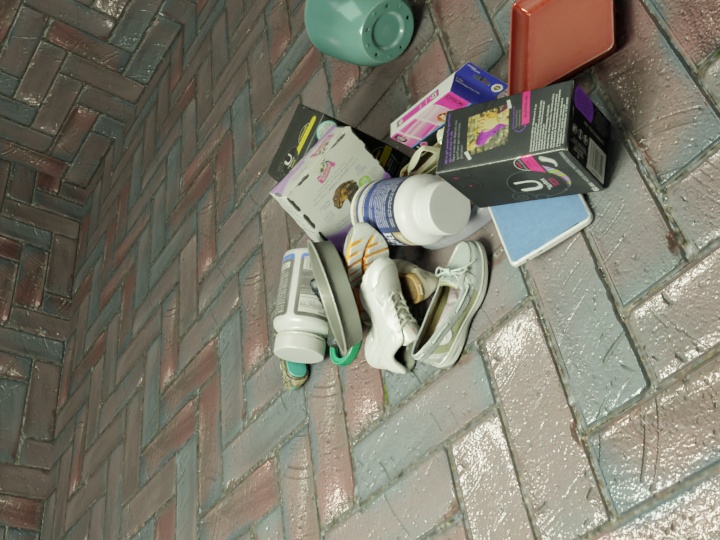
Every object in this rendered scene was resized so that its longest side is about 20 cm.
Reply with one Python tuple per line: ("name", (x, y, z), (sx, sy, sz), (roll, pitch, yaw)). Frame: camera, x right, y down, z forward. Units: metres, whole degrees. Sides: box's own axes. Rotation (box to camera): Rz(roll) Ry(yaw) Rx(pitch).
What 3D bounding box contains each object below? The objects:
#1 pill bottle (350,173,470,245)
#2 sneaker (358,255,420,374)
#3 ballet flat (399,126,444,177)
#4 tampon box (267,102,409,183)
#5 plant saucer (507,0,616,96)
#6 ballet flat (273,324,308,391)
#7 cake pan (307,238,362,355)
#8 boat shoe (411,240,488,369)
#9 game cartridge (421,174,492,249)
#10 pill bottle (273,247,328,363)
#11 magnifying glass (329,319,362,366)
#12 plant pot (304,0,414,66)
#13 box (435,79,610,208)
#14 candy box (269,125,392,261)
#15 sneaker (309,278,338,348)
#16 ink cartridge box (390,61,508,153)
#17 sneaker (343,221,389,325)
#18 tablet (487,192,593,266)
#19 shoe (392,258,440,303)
("pill bottle", (0.080, -0.095, 1.268), (0.200, 0.111, 0.111), (1, 74, 58))
("sneaker", (0.058, 0.074, 1.271), (0.099, 0.078, 0.200), (18, 124, 44))
("ballet flat", (0.139, -0.201, 1.346), (0.200, 0.069, 0.070), (-40, 42, 40))
("tampon box", (-0.042, -0.198, 1.498), (0.150, 0.200, 0.126), (-64, 31, 9))
("plant saucer", (0.308, -0.365, 1.208), (0.200, 0.037, 0.200), (-23, 54, 50))
("ballet flat", (-0.143, 0.149, 1.592), (0.075, 0.068, 0.200), (121, 149, -47))
("cake pan", (-0.040, 0.039, 1.311), (0.200, 0.037, 0.200), (163, 90, -82))
("boat shoe", (0.135, 0.046, 1.209), (0.074, 0.065, 0.202), (18, 88, 59))
("game cartridge", (0.166, -0.119, 1.289), (0.200, 0.042, 0.133), (-35, 41, 43))
("pill bottle", (-0.104, 0.068, 1.523), (0.114, 0.114, 0.200), (-23, 53, 50))
("magnifying glass", (-0.012, 0.076, 1.464), (0.080, 0.022, 0.200), (8, 78, 59))
("plant pot", (0.013, -0.503, 1.610), (0.161, 0.201, 0.201), (43, 109, 43))
("box", (0.223, -0.166, 1.099), (0.200, 0.122, 0.106), (-6, 65, 41))
("candy box", (-0.028, -0.122, 1.387), (0.168, 0.200, 0.072), (-48, 30, -12))
("sneaker", (-0.054, 0.048, 1.450), (0.074, 0.081, 0.200), (-39, 42, 43))
("ink cartridge box", (0.147, -0.266, 1.344), (0.200, 0.095, 0.037), (-34, 46, 44))
("sneaker", (0.000, 0.000, 1.318), (0.077, 0.078, 0.200), (50, 153, 44))
("tablet", (0.243, -0.111, 1.148), (0.130, 0.014, 0.200), (-33, 47, 23))
("shoe", (0.068, 0.018, 1.351), (0.200, 0.053, 0.070), (14, 125, 62))
